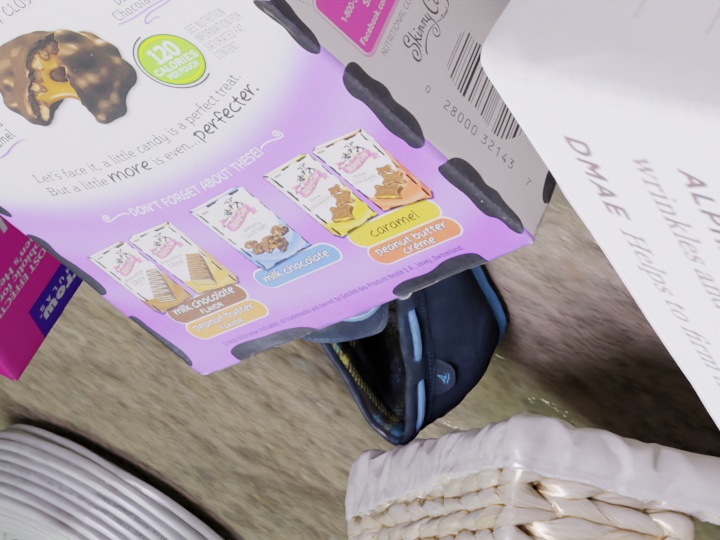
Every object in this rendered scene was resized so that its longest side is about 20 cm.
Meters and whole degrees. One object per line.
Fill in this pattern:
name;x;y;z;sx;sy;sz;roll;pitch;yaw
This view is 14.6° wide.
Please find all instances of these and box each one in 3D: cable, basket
cable;-0.159;0.169;1.738;0.199;0.069;0.200;31;162;7
basket;0.098;0.157;1.026;0.197;0.162;0.200;15;168;-15

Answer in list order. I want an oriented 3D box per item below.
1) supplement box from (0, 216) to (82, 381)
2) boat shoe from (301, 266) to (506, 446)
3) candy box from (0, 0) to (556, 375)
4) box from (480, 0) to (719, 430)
supplement box;-0.179;-0.054;1.123;0.103;0.102;0.200;25;162;21
boat shoe;0.000;0.000;1.010;0.084;0.069;0.200;17;156;41
candy box;-0.059;-0.070;0.846;0.200;0.072;0.167;41;142;-24
box;0.150;-0.038;0.430;0.130;0.200;0.200;17;157;38
